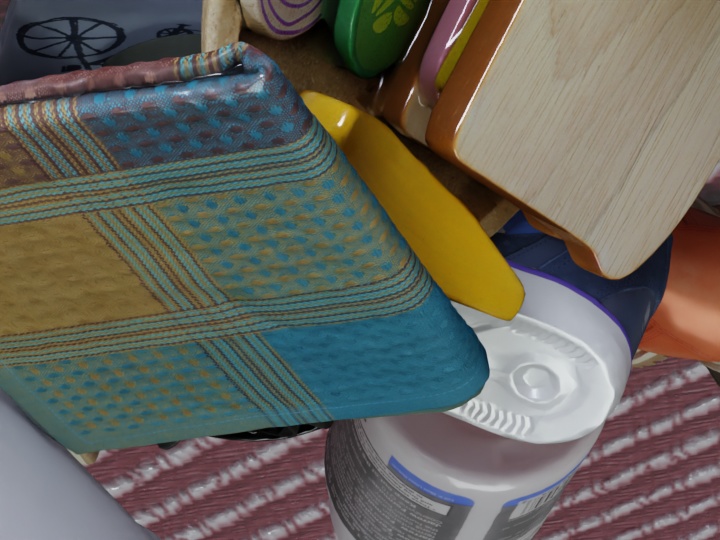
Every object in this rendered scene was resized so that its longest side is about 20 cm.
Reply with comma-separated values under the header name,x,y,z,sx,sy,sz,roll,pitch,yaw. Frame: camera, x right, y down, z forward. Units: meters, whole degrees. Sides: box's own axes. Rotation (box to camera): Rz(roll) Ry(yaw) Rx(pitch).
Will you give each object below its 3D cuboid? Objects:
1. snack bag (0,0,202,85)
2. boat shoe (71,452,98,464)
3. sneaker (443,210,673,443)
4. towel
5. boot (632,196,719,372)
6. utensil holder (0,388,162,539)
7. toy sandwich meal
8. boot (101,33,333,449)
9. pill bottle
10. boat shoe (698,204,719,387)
name,x,y,z,sx,sy,sz,roll,pitch,yaw
snack bag,-0.028,-0.093,0.932,0.187,0.022,0.200,-1,163,-16
boat shoe,-0.148,0.031,1.158,0.064,0.072,0.200,3,162,7
sneaker,0.012,-0.036,0.917,0.199,0.147,0.081,26,131,-5
towel,-0.057,-0.001,0.760,0.146,0.022,0.200,-7,152,17
boot,0.094,-0.005,1.093,0.107,0.076,0.200,14,177,-18
utensil holder,-0.155,0.109,0.880,0.169,0.171,0.200,-13,143,16
toy sandwich meal,0.039,-0.073,0.790,0.070,0.206,0.205,22,180,38
boot,0.000,0.000,0.974,0.199,0.139,0.077,3,162,-31
pill bottle,0.043,0.079,1.270,0.113,0.114,0.200,-3,159,-10
boat shoe,0.186,0.030,1.244,0.074,0.075,0.202,-17,157,24
